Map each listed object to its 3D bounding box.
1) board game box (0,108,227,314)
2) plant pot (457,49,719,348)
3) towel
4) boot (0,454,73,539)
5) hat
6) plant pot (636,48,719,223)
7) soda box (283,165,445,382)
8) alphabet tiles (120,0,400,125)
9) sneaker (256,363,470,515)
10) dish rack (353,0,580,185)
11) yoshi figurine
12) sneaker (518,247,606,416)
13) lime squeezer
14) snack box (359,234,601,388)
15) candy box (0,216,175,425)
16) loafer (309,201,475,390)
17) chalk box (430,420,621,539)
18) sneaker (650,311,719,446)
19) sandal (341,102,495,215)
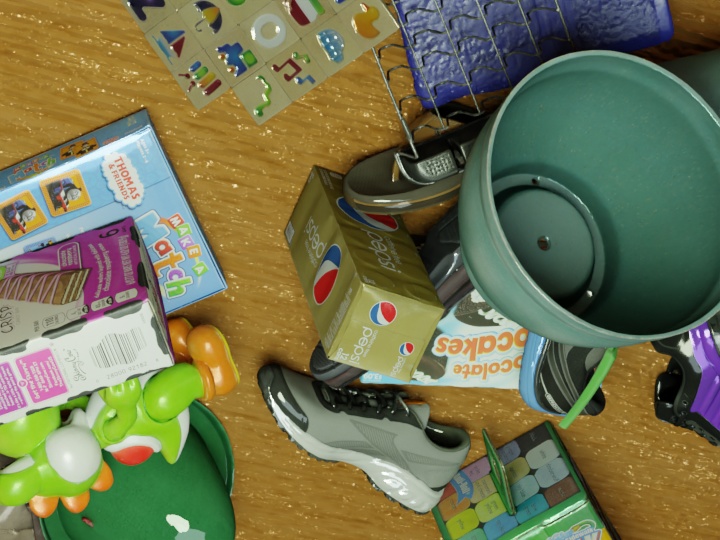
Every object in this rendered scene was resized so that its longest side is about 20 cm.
[{"bbox_3d":[-0.219,-0.014,1.645,0.200,0.037,0.151,-22,120,1],"label":"board game box"},{"bbox_3d":[0.147,-0.033,1.512,0.200,0.134,0.200,7,71,-22],"label":"plant pot"},{"bbox_3d":[0.119,-0.211,1.613,0.200,0.050,0.148,-17,113,-3],"label":"towel"},{"bbox_3d":[-0.286,0.225,1.740,0.146,0.070,0.200,10,115,-19],"label":"boot"},{"bbox_3d":[-0.124,0.199,1.673,0.200,0.176,0.166,41,82,-35],"label":"hat"},{"bbox_3d":[0.293,-0.087,1.642,0.196,0.200,0.200,-8,119,2],"label":"plant pot"},{"bbox_3d":[0.000,0.000,1.606,0.068,0.200,0.064,17,113,-20],"label":"soda box"},{"bbox_3d":[-0.069,-0.202,1.537,0.200,0.006,0.166,-32,97,27],"label":"alphabet tiles"},{"bbox_3d":[0.001,0.116,1.743,0.200,0.074,0.079,29,110,-31],"label":"sneaker"},{"bbox_3d":[0.072,-0.170,1.561,0.153,0.055,0.200,-23,104,-2],"label":"dish rack"},{"bbox_3d":[-0.199,0.094,1.640,0.200,0.112,0.112,-33,148,-21],"label":"yoshi figurine"},{"bbox_3d":[0.176,0.021,1.679,0.083,0.071,0.200,15,115,14],"label":"sneaker"},{"bbox_3d":[0.177,0.027,1.621,0.071,0.038,0.200,-1,108,7],"label":"lime squeezer"},{"bbox_3d":[0.102,0.034,1.740,0.200,0.037,0.116,3,115,-14],"label":"snack box"},{"bbox_3d":[-0.240,0.045,1.573,0.200,0.136,0.061,-20,119,-1],"label":"candy box"},{"bbox_3d":[0.051,0.024,1.666,0.200,0.072,0.063,-44,119,5],"label":"loafer"},{"bbox_3d":[0.139,0.219,1.798,0.124,0.125,0.200,-31,118,4],"label":"chalk box"},{"bbox_3d":[0.291,0.108,1.810,0.099,0.070,0.200,-23,116,8],"label":"sneaker"},{"bbox_3d":[0.077,-0.099,1.639,0.200,0.082,0.055,-19,121,-3],"label":"sandal"}]
